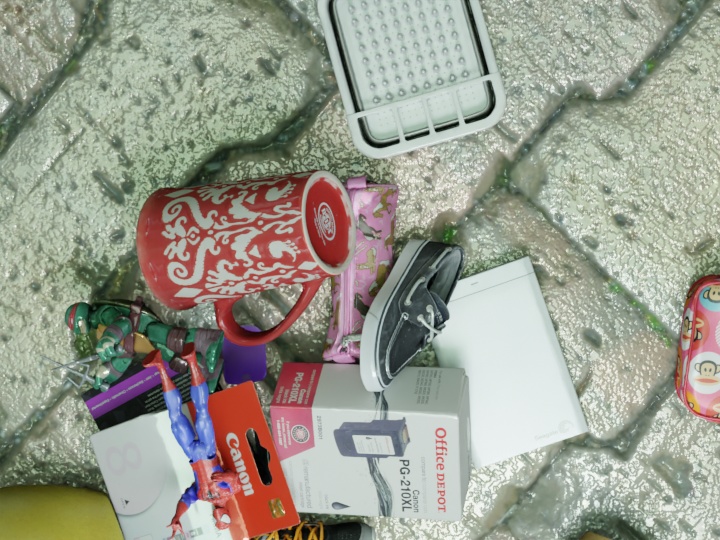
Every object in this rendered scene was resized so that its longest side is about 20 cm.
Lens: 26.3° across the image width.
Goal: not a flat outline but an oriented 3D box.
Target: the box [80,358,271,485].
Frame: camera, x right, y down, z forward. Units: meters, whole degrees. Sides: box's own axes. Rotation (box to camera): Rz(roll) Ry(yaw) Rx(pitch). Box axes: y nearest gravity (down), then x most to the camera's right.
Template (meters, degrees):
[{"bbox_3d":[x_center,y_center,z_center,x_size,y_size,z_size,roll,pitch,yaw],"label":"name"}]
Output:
[{"bbox_3d":[-0.201,0.191,1.700,0.142,0.036,0.201,-28,86,11],"label":"box"}]

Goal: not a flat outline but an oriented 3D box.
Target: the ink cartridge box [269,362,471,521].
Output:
[{"bbox_3d":[0.014,0.180,1.629,0.199,0.084,0.145,2,123,9],"label":"ink cartridge box"}]

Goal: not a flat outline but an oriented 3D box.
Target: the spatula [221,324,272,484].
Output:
[{"bbox_3d":[-0.115,0.160,1.703,0.056,0.021,0.201,-9,96,24],"label":"spatula"}]

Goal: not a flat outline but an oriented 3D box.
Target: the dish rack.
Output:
[{"bbox_3d":[0.056,-0.233,1.658,0.171,0.044,0.201,-15,92,7],"label":"dish rack"}]

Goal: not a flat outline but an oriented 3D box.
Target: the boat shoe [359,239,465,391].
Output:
[{"bbox_3d":[0.058,0.045,1.606,0.067,0.200,0.072,3,133,27],"label":"boat shoe"}]

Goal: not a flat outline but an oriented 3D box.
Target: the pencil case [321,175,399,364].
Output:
[{"bbox_3d":[0.000,0.000,1.651,0.082,0.086,0.201,2,91,-23],"label":"pencil case"}]

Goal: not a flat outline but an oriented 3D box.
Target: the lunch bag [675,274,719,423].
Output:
[{"bbox_3d":[0.435,0.100,1.621,0.199,0.082,0.177,7,94,4],"label":"lunch bag"}]

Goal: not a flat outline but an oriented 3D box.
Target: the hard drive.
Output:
[{"bbox_3d":[0.154,0.100,1.675,0.131,0.027,0.201,-19,92,6],"label":"hard drive"}]

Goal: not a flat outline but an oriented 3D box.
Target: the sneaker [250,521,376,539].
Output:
[{"bbox_3d":[-0.081,0.303,1.670,0.199,0.078,0.078,-14,120,6],"label":"sneaker"}]

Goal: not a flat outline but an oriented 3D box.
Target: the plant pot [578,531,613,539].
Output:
[{"bbox_3d":[0.244,0.385,1.618,0.186,0.186,0.201,23,82,4],"label":"plant pot"}]

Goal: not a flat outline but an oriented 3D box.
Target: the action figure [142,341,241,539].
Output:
[{"bbox_3d":[-0.169,0.185,1.545,0.065,0.099,0.201,-12,111,12],"label":"action figure"}]

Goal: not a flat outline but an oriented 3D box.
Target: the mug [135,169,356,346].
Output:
[{"bbox_3d":[-0.105,-0.024,1.617,0.199,0.178,0.134,-9,47,30],"label":"mug"}]

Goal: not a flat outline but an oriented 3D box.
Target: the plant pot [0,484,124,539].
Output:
[{"bbox_3d":[-0.325,0.311,1.663,0.141,0.200,0.201,-20,91,-14],"label":"plant pot"}]

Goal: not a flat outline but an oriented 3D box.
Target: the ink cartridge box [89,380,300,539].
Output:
[{"bbox_3d":[-0.178,0.220,1.626,0.199,0.057,0.163,-21,87,34],"label":"ink cartridge box"}]

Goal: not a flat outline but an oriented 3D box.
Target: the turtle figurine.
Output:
[{"bbox_3d":[-0.245,0.077,1.627,0.199,0.150,0.101,12,76,3],"label":"turtle figurine"}]
